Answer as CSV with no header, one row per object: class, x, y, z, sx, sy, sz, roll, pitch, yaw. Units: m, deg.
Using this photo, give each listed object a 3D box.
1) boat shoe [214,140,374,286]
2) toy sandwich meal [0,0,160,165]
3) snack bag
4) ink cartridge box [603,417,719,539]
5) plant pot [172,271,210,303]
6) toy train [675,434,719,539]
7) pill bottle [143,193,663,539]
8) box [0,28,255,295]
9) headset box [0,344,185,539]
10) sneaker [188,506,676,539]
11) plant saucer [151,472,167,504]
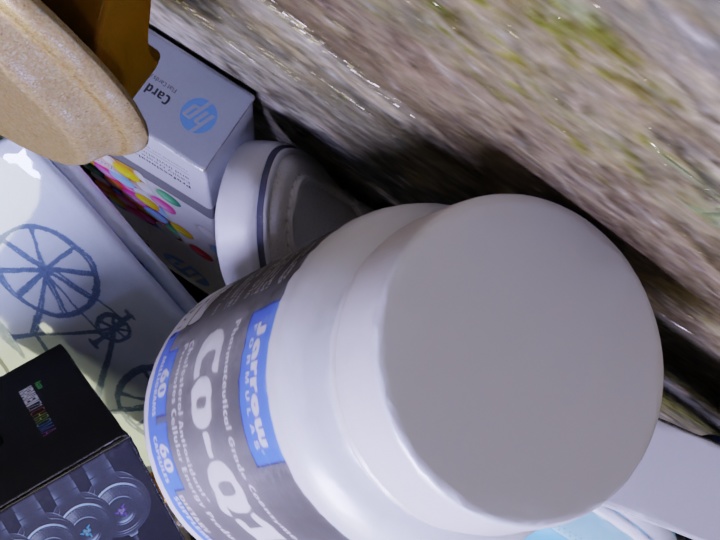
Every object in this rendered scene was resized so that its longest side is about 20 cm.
boat shoe,0.000,0.000,0.734,0.069,0.071,0.200,5,161,19
toy sandwich meal,-0.129,-0.106,0.522,0.204,0.071,0.205,33,170,7
snack bag,-0.163,0.040,0.810,0.189,0.199,0.021,50,-147,-25
ink cartridge box,0.141,0.086,0.638,0.199,0.039,0.099,24,178,-21
plant pot,-0.152,-0.005,0.962,0.199,0.201,0.198,32,-177,7
toy train,0.098,0.057,0.717,0.200,0.046,0.034,37,166,-21
pill bottle,0.007,0.042,0.570,0.113,0.114,0.200,34,158,-14
box,-0.116,-0.066,0.759,0.155,0.041,0.200,33,167,7
headset box,-0.112,0.140,0.720,0.201,0.092,0.174,65,168,-17
sneaker,0.021,0.119,0.715,0.199,0.131,0.080,22,166,13
plant saucer,-0.069,0.060,0.934,0.037,0.200,0.200,44,174,-2
